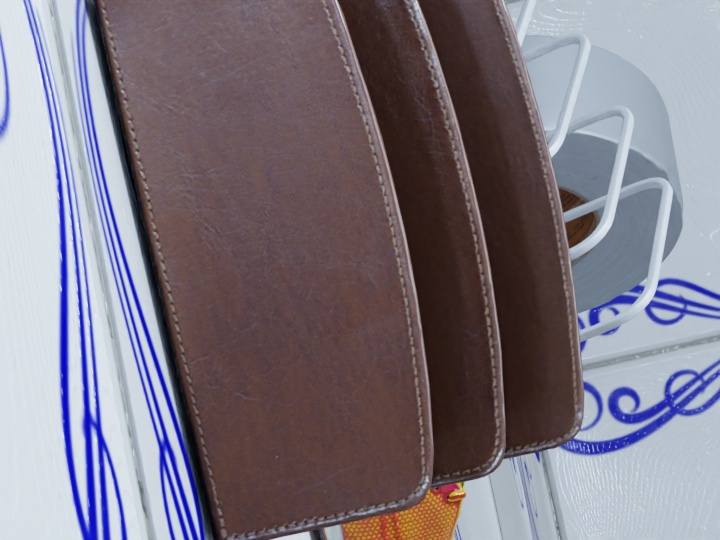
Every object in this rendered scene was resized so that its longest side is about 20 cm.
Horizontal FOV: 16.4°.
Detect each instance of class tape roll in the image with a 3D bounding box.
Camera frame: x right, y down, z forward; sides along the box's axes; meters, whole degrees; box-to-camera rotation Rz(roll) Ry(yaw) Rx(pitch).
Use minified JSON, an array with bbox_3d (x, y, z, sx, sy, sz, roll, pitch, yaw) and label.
[{"bbox_3d":[0.079,-0.045,1.406,0.201,0.199,0.067,68,14,-56],"label":"tape roll"}]

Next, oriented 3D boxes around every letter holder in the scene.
[{"bbox_3d":[0.000,-0.018,0.902,0.101,0.141,0.201,-27,104,-84],"label":"letter holder"}]

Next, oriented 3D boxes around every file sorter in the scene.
[{"bbox_3d":[0.053,-0.064,1.214,0.200,0.124,0.139,56,28,-23],"label":"file sorter"}]

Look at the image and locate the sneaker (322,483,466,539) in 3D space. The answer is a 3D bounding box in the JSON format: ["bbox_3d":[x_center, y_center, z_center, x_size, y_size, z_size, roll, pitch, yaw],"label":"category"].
[{"bbox_3d":[0.020,0.118,1.127,0.073,0.077,0.201,-93,171,-66],"label":"sneaker"}]
